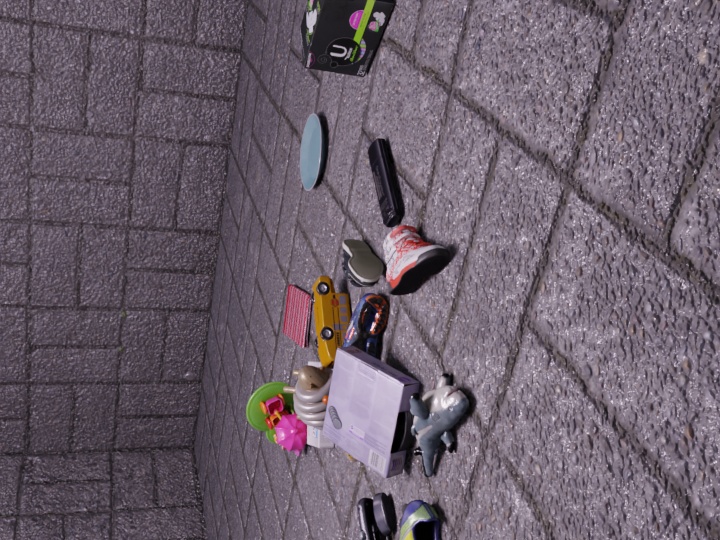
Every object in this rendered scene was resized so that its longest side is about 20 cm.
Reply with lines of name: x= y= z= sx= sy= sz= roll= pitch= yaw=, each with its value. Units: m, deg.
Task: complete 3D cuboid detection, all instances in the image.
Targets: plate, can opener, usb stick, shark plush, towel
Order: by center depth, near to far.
shark plush: x=0.119 y=0.265 z=1.273 sx=0.083 sy=0.090 sz=0.202 roll=33 pitch=119 yaw=32
can opener: x=0.031 y=0.526 z=1.486 sx=0.079 sy=0.063 sz=0.202 roll=127 pitch=141 yaw=-57
usb stick: x=0.048 y=-0.177 z=1.568 sx=0.056 sy=0.032 sz=0.202 roll=-53 pitch=38 yaw=47
plate: x=-0.122 y=-0.310 z=2.074 sx=0.200 sy=0.025 sz=0.203 roll=-178 pitch=90 yaw=-71
towel: x=-0.172 y=0.123 z=2.170 sx=0.200 sy=0.022 sz=0.147 roll=-158 pitch=74 yaw=-67

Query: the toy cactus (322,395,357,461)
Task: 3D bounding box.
toy cactus: x=-0.016 y=0.330 z=1.625 sx=0.200 sy=0.101 sz=0.167 roll=-128 pitch=34 yaw=-49

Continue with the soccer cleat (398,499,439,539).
soccer cleat: x=0.095 y=0.487 z=1.315 sx=0.084 sy=0.064 sz=0.203 roll=20 pitch=107 yaw=62

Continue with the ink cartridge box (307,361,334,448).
ink cartridge box: x=-0.109 y=0.325 z=1.935 sx=0.176 sy=0.044 sz=0.203 roll=165 pitch=107 yaw=-68

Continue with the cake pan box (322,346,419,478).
cake pan box: x=0.017 y=0.261 z=1.470 sx=0.199 sy=0.052 sz=0.187 roll=22 pitch=109 yaw=45

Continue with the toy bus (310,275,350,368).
toy bus: x=-0.064 y=0.116 z=1.779 sx=0.065 sy=0.077 sz=0.203 roll=127 pitch=141 yaw=-60

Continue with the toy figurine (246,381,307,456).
toy figurine: x=-0.197 y=0.424 z=2.086 sx=0.184 sy=0.149 sz=0.202 roll=39 pitch=146 yaw=55

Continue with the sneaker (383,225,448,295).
sneaker: x=0.090 y=-0.036 z=1.381 sx=0.201 sy=0.066 sz=0.109 roll=131 pitch=135 yaw=-64

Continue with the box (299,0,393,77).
box: x=-0.035 y=-0.536 z=1.669 sx=0.201 sy=0.147 sz=0.126 roll=118 pitch=150 yaw=-51

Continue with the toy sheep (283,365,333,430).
toy sheep: x=-0.089 y=0.287 z=1.748 sx=0.138 sy=0.137 sz=0.201 roll=-116 pitch=2 yaw=-53

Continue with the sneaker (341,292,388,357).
sneaker: x=0.002 y=0.135 z=1.607 sx=0.079 sy=0.075 sz=0.202 roll=-112 pitch=44 yaw=-70

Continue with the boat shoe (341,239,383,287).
boat shoe: x=-0.002 y=0.000 z=1.629 sx=0.200 sy=0.073 sz=0.067 roll=-125 pitch=39 yaw=-60
